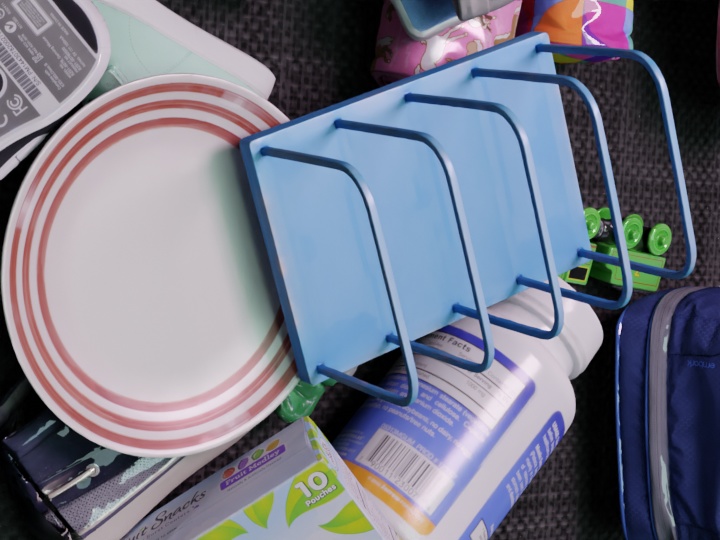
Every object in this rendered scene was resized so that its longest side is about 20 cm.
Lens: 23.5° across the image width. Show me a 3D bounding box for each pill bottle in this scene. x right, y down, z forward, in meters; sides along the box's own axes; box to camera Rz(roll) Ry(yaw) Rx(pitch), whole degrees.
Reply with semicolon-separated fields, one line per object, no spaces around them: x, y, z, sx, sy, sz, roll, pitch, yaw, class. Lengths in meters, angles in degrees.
0.063;0.093;1.070;0.200;0.112;0.112;-50;120;-23;pill bottle

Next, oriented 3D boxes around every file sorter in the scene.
0.063;-0.029;0.923;0.199;0.122;0.140;-23;110;-26;file sorter

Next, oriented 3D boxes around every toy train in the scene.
0.131;-0.020;1.158;0.199;0.042;0.057;9;99;-37;toy train

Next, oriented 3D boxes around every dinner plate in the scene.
-0.098;-0.002;0.912;0.198;0.024;0.203;-5;99;-32;dinner plate

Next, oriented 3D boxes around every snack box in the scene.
-0.072;0.191;0.957;0.199;0.053;0.143;-33;116;5;snack box

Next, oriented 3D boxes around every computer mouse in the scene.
-0.206;-0.064;0.854;0.199;0.044;0.110;-38;83;-10;computer mouse

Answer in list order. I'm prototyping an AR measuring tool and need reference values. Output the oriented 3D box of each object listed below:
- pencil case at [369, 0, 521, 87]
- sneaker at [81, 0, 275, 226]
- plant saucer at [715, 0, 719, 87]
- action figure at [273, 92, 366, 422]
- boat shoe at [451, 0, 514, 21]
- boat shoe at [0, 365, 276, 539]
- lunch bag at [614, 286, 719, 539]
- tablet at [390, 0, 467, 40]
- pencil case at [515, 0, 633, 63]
0.068;-0.197;1.067;0.086;0.082;0.202;23;79;-57;pencil case
-0.143;-0.089;0.924;0.199;0.073;0.119;25;83;-34;sneaker
0.283;-0.200;1.199;0.200;0.050;0.203;9;90;-74;plant saucer
0.000;0.000;1.034;0.055;0.118;0.201;36;81;-46;action figure
0.035;-0.237;0.981;0.065;0.072;0.201;-27;93;-5;boat shoe
-0.117;0.063;0.954;0.200;0.074;0.093;-45;126;-24;boat shoe
0.247;0.111;1.202;0.135;0.131;0.202;-9;99;-52;lunch bag
0.044;-0.249;1.021;0.129;0.014;0.202;-26;88;-8;tablet
0.150;-0.234;1.124;0.088;0.088;0.202;8;92;-37;pencil case
